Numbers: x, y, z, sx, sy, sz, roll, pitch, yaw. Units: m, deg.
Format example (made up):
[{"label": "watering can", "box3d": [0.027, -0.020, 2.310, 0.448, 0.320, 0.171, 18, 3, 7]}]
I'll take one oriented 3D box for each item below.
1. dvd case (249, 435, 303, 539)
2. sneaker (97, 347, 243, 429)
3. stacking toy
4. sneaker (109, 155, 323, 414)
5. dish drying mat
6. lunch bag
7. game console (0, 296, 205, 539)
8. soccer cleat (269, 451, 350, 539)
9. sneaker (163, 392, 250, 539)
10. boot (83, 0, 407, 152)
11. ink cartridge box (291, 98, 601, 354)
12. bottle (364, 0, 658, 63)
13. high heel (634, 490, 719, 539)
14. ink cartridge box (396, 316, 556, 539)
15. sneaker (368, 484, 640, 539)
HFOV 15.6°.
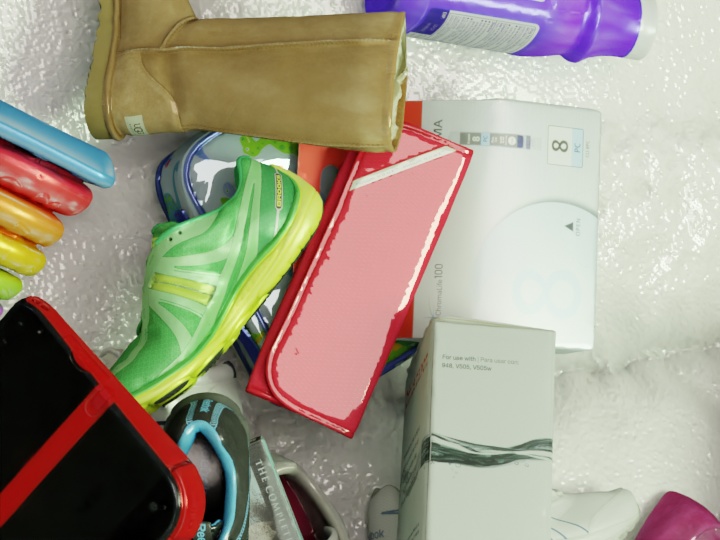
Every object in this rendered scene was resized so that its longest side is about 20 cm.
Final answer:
[{"label": "dvd case", "box3d": [-0.128, 0.207, 1.662, 0.199, 0.022, 0.146, -21, 91, 2]}, {"label": "sneaker", "box3d": [-0.168, 0.087, 1.684, 0.199, 0.073, 0.071, 2, 73, -30]}, {"label": "stacking toy", "box3d": [-0.246, -0.005, 1.655, 0.110, 0.116, 0.200, 26, 89, -16]}, {"label": "sneaker", "box3d": [-0.108, 0.013, 1.645, 0.084, 0.074, 0.200, 38, 77, 2]}, {"label": "dish drying mat", "box3d": [0.000, 0.000, 1.673, 0.077, 0.018, 0.201, 24, 82, -2]}, {"label": "lunch bag", "box3d": [-0.034, -0.020, 1.735, 0.161, 0.082, 0.200, -32, 95, -22]}, {"label": "game console", "box3d": [-0.204, 0.143, 1.597, 0.200, 0.031, 0.177, -47, 73, 18]}, {"label": "soccer cleat", "box3d": [-0.026, 0.209, 1.707, 0.070, 0.086, 0.200, -33, 96, -21]}, {"label": "sneaker", "box3d": [-0.102, 0.178, 1.609, 0.073, 0.082, 0.201, -2, 93, 0]}, {"label": "boot", "box3d": [-0.067, -0.154, 1.690, 0.199, 0.066, 0.176, 0, 68, 12]}, {"label": "ink cartridge box", "box3d": [0.058, -0.033, 1.703, 0.199, 0.047, 0.161, 5, 83, -21]}, {"label": "bottle", "box3d": [0.106, -0.183, 1.809, 0.199, 0.084, 0.066, 8, 80, -19]}, {"label": "high heel", "box3d": [0.171, 0.236, 1.809, 0.200, 0.096, 0.067, -41, 136, -1]}, {"label": "ink cartridge box", "box3d": [0.071, 0.145, 1.664, 0.083, 0.147, 0.201, 4, 72, -5]}, {"label": "sneaker", "box3d": [0.097, 0.167, 1.770, 0.199, 0.074, 0.087, -9, 82, -22]}]
